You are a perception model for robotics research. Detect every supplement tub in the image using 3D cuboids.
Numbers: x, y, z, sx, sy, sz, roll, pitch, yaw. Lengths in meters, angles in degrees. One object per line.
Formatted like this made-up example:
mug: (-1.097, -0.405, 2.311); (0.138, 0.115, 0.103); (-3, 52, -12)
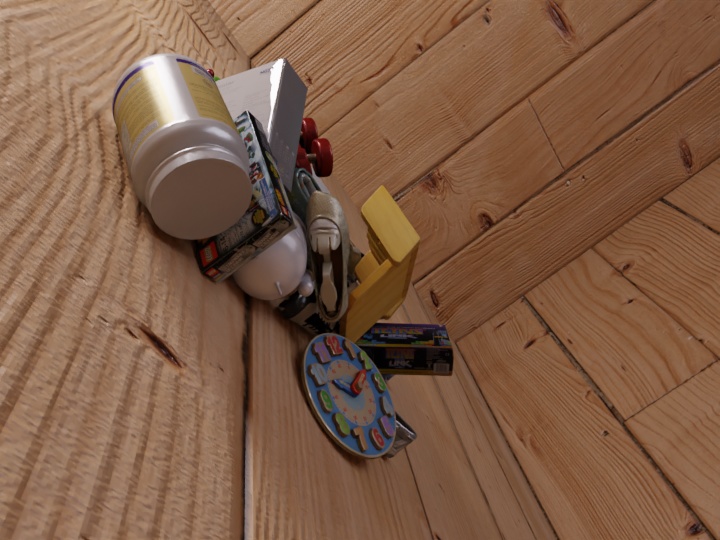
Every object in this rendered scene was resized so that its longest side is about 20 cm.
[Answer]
supplement tub: (-0.222, -0.155, 0.746); (0.145, 0.144, 0.202); (43, 15, -56)

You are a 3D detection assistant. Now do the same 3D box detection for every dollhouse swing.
dollhouse swing: (0.000, 0.000, 1.075); (0.184, 0.173, 0.202); (56, -20, 25)

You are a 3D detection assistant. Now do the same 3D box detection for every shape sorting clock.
shape sorting clock: (-0.012, 0.184, 0.901); (0.198, 0.039, 0.202); (37, 28, -23)

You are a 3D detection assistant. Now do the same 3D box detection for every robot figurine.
robot figurine: (-0.135, -0.029, 0.887); (0.169, 0.113, 0.201); (39, 13, -17)

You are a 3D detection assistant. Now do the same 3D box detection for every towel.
towel: (-0.118, -0.080, 1.012); (0.202, 0.168, 0.049); (60, 43, -33)

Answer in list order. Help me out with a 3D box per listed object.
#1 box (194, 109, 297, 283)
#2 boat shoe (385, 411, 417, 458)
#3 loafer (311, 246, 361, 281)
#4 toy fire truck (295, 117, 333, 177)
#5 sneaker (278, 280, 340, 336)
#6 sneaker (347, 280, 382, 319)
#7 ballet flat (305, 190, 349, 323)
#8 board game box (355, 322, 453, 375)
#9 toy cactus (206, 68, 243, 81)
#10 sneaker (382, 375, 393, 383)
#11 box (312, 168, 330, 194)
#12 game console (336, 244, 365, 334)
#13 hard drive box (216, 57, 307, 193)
box: (-0.172, -0.104, 0.809); (0.040, 0.135, 0.203); (36, 25, -53)
boat shoe: (0.018, 0.214, 1.013); (0.204, 0.064, 0.074); (57, 8, 11)
loafer: (-0.085, -0.026, 1.165); (0.196, 0.069, 0.072); (13, 75, -28)
toy fire truck: (-0.128, -0.178, 1.099); (0.202, 0.109, 0.171); (-121, -150, -45)
sneaker: (-0.075, 0.070, 1.004); (0.081, 0.073, 0.200); (60, 10, 10)
sneaker: (-0.005, 0.062, 1.202); (0.198, 0.069, 0.083); (10, 72, -51)
ballet flat: (-0.047, -0.018, 0.909); (0.062, 0.065, 0.206); (-74, 157, -74)
board game box: (0.077, 0.150, 1.168); (0.166, 0.194, 0.058); (-79, 170, -78)
toy cactus: (-0.268, -0.296, 1.079); (0.162, 0.102, 0.204); (3, 58, -36)
sneaker: (0.067, 0.189, 1.319); (0.079, 0.088, 0.200); (55, 8, -8)
box: (-0.135, -0.146, 1.299); (0.098, 0.123, 0.201); (51, 9, -21)
game console: (-0.016, 0.048, 1.309); (0.117, 0.174, 0.200); (29, -1, 20)
hard drive box: (-0.175, -0.214, 0.938); (0.077, 0.152, 0.205); (43, 47, -52)
